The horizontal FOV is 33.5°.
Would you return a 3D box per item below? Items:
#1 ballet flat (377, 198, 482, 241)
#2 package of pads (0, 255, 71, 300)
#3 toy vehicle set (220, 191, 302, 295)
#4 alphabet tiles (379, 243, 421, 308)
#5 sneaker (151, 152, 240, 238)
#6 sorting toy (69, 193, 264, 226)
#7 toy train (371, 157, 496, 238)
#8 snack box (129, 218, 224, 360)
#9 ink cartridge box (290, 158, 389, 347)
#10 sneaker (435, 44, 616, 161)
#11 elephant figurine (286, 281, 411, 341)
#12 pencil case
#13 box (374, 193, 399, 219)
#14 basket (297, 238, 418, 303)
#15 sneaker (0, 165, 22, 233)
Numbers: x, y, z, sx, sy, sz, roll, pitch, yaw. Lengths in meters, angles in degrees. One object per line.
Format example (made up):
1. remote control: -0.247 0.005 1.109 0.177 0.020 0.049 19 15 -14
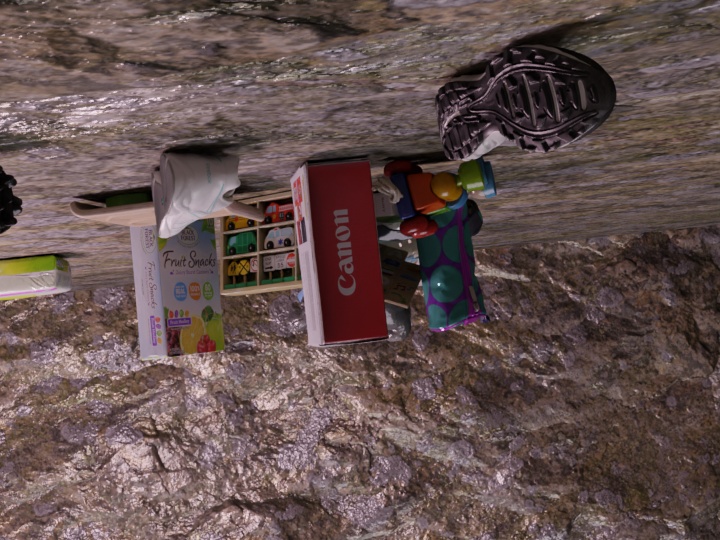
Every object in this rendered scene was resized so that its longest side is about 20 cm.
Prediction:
1. ballet flat: 0.089 -0.085 1.826 0.198 0.074 0.073 0 178 0
2. package of pads: -0.651 0.016 2.242 0.198 0.069 0.155 -5 177 -3
3. toy vehicle set: -0.103 -0.038 1.581 0.198 0.126 0.026 -8 170 34
4. alphabet tiles: 0.000 0.000 1.648 0.165 0.006 0.200 16 -154 7
5. sneaker: -0.168 -0.076 1.209 0.079 0.071 0.200 -8 178 -17
6. sorting toy: -0.233 -0.079 1.471 0.198 0.037 0.185 -2 178 9
7. toy train: 0.089 -0.095 1.349 0.115 0.086 0.200 -17 175 12
8. snack box: -0.259 0.021 1.700 0.052 0.202 0.142 -6 178 27
9. ink cartridge box: -0.023 -0.018 1.341 0.083 0.202 0.176 -6 179 -8
10. sneaker: 0.126 -0.125 0.867 0.079 0.075 0.200 -15 -173 -21
11. elephant figurine: -0.030 0.052 1.751 0.198 0.156 0.142 -9 -144 7
12. pencil case: 0.123 -0.022 1.640 0.085 0.202 0.092 -8 179 -39
13. box: -0.026 -0.081 1.722 0.198 0.037 0.144 -5 178 19
14. basket: 0.002 -0.013 1.993 0.175 0.140 0.200 -19 159 -39
15. sneaker: -0.372 -0.062 0.990 0.097 0.072 0.200 -7 175 27
